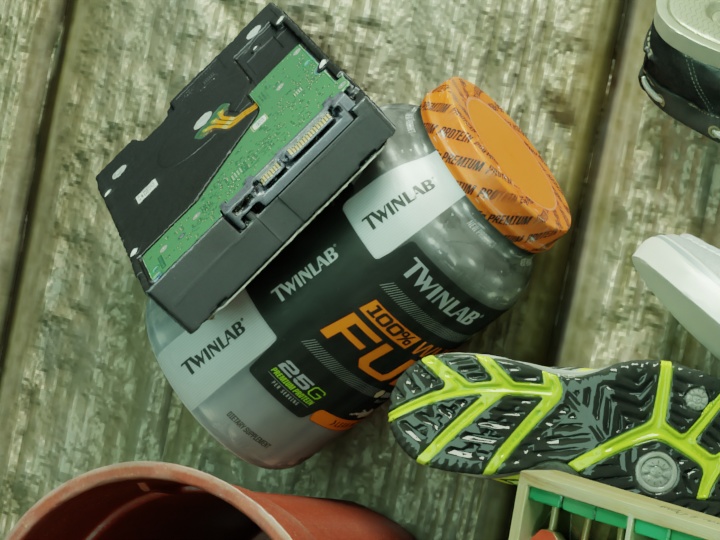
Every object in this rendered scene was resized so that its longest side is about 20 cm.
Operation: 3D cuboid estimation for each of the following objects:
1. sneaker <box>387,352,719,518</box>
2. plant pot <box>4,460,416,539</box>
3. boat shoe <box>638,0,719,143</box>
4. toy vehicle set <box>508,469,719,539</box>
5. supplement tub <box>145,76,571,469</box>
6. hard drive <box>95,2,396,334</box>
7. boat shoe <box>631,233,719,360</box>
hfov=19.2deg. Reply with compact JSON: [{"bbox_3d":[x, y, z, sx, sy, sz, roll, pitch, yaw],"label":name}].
[{"bbox_3d":[0.116,0.077,1.044,0.200,0.076,0.076,13,87,7],"label":"sneaker"},{"bbox_3d":[-0.056,0.190,1.046,0.200,0.195,0.201,-1,87,25],"label":"plant pot"},{"bbox_3d":[0.223,-0.066,1.010,0.200,0.072,0.068,33,138,16],"label":"boat shoe"},{"bbox_3d":[0.142,0.170,0.933,0.200,0.026,0.125,12,96,45],"label":"toy vehicle set"},{"bbox_3d":[0.000,0.000,1.070,0.200,0.122,0.123,-38,72,20],"label":"supplement tub"},{"bbox_3d":[-0.062,-0.057,1.066,0.140,0.200,0.038,-45,112,3],"label":"hard drive"},{"bbox_3d":[0.221,0.032,0.998,0.200,0.072,0.069,35,81,29],"label":"boat shoe"}]
